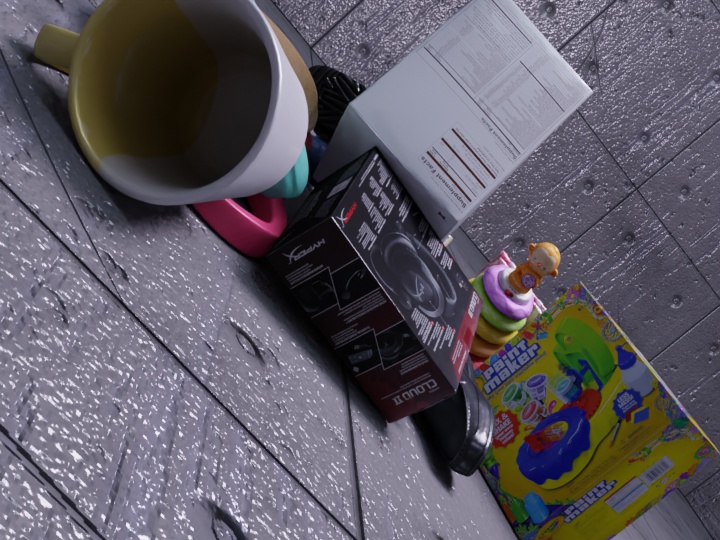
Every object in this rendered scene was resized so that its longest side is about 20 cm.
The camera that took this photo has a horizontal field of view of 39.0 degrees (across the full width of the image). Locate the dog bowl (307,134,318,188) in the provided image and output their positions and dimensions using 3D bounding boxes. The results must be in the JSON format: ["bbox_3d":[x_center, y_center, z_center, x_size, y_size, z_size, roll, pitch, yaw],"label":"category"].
[{"bbox_3d":[0.001,-0.102,1.302,0.201,0.111,0.049,53,23,14],"label":"dog bowl"}]

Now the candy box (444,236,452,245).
[{"bbox_3d":[0.029,-0.095,1.418,0.201,0.055,0.115,49,-18,-8],"label":"candy box"}]

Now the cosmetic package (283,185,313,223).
[{"bbox_3d":[0.000,0.000,1.067,0.152,0.051,0.200,56,10,19],"label":"cosmetic package"}]

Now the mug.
[{"bbox_3d":[-0.116,-0.130,0.723,0.188,0.149,0.153,53,9,9],"label":"mug"}]

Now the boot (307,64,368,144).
[{"bbox_3d":[0.020,-0.156,1.191,0.210,0.080,0.158,40,-1,8],"label":"boot"}]

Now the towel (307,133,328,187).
[{"bbox_3d":[0.008,-0.082,1.144,0.198,0.049,0.112,34,3,1],"label":"towel"}]

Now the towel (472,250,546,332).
[{"bbox_3d":[0.202,0.086,1.237,0.201,0.030,0.147,54,-28,10],"label":"towel"}]

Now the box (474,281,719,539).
[{"bbox_3d":[0.223,0.162,1.059,0.122,0.199,0.194,39,14,-43],"label":"box"}]

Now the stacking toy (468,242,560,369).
[{"bbox_3d":[0.157,0.037,1.155,0.116,0.200,0.109,49,38,6],"label":"stacking toy"}]

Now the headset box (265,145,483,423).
[{"bbox_3d":[0.025,0.017,0.875,0.201,0.076,0.149,55,29,-16],"label":"headset box"}]

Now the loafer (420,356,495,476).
[{"bbox_3d":[0.078,0.122,0.959,0.070,0.069,0.201,28,19,-15],"label":"loafer"}]

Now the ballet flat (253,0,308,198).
[{"bbox_3d":[-0.090,-0.149,0.829,0.070,0.067,0.203,11,-54,66],"label":"ballet flat"}]

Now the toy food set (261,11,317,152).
[{"bbox_3d":[-0.114,-0.193,0.941,0.197,0.049,0.201,40,26,-21],"label":"toy food set"}]

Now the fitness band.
[{"bbox_3d":[-0.120,-0.084,0.885,0.144,0.037,0.201,51,10,-20],"label":"fitness band"}]

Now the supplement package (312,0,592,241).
[{"bbox_3d":[0.083,-0.132,1.004,0.147,0.200,0.191,47,-21,2],"label":"supplement package"}]
